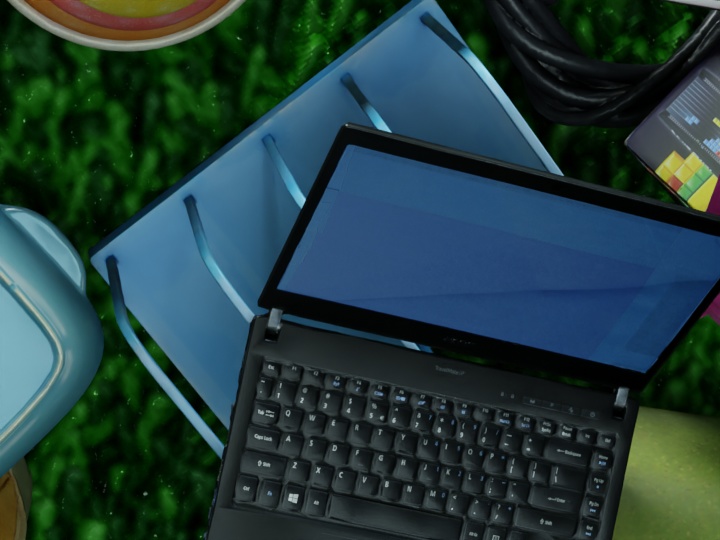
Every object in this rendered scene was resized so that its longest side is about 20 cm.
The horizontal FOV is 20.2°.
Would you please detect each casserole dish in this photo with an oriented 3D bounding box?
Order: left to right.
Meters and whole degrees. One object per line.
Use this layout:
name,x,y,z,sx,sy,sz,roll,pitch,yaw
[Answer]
casserole dish,-0.202,0.054,0.870,0.200,0.039,0.121,-43,100,2

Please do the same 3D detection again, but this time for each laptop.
laptop,0.043,0.062,0.809,0.176,0.103,0.202,13,87,-13

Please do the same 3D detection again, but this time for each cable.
cable,0.131,-0.158,0.910,0.163,0.051,0.201,31,100,-17

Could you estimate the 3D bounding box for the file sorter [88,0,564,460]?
file sorter,0.000,0.000,0.905,0.200,0.123,0.139,-37,109,3

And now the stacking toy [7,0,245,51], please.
stacking toy,-0.087,-0.143,0.803,0.145,0.200,0.147,-3,108,-10

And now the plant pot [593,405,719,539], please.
plant pot,0.133,0.141,0.951,0.183,0.200,0.202,16,104,-4

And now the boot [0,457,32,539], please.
boot,-0.217,0.085,0.927,0.143,0.071,0.203,18,100,-9

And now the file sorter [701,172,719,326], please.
file sorter,0.256,-0.029,0.834,0.199,0.125,0.140,-24,145,-30

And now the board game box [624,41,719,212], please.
board game box,0.226,-0.085,0.908,0.200,0.057,0.165,-46,151,5

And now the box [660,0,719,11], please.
box,0.074,-0.182,0.840,0.198,0.060,0.118,9,102,-8
